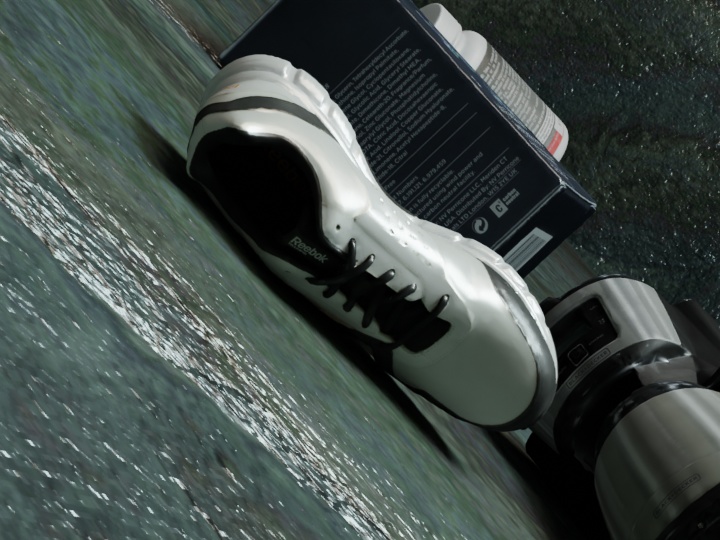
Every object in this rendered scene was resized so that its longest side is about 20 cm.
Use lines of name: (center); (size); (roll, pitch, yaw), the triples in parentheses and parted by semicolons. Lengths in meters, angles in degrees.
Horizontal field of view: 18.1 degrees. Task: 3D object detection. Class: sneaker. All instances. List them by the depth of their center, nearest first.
sneaker: (0.000, 0.000, 0.946); (0.200, 0.074, 0.080); (43, 22, -5)

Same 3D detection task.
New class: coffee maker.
coffee maker: (0.166, 0.120, 1.090); (0.200, 0.134, 0.192); (-119, -172, -59)

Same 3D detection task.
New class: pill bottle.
pill bottle: (0.112, -0.174, 2.342); (0.200, 0.114, 0.114); (45, 7, -22)

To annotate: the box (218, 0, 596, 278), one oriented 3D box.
box: (0.032, -0.081, 1.371); (0.200, 0.107, 0.148); (48, 8, 11)
